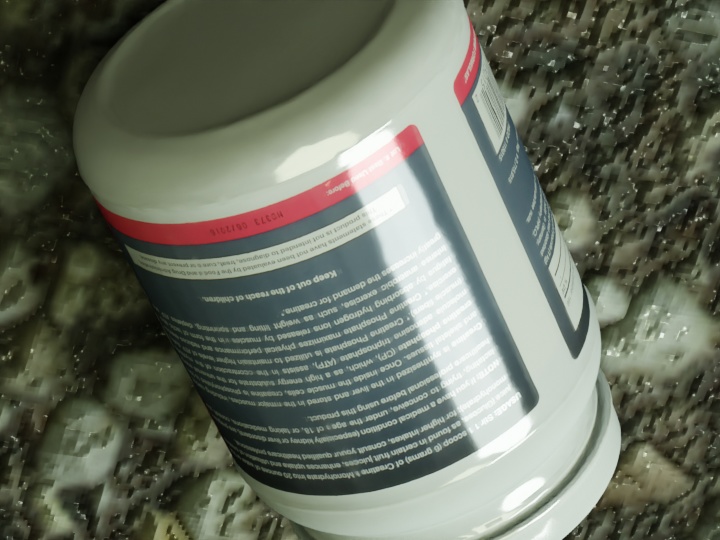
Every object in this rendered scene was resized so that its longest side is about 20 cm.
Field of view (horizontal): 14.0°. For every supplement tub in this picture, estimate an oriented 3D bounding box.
[{"bbox_3d":[0.000,0.000,1.008,0.140,0.140,0.200,-27,121,-3],"label":"supplement tub"}]
